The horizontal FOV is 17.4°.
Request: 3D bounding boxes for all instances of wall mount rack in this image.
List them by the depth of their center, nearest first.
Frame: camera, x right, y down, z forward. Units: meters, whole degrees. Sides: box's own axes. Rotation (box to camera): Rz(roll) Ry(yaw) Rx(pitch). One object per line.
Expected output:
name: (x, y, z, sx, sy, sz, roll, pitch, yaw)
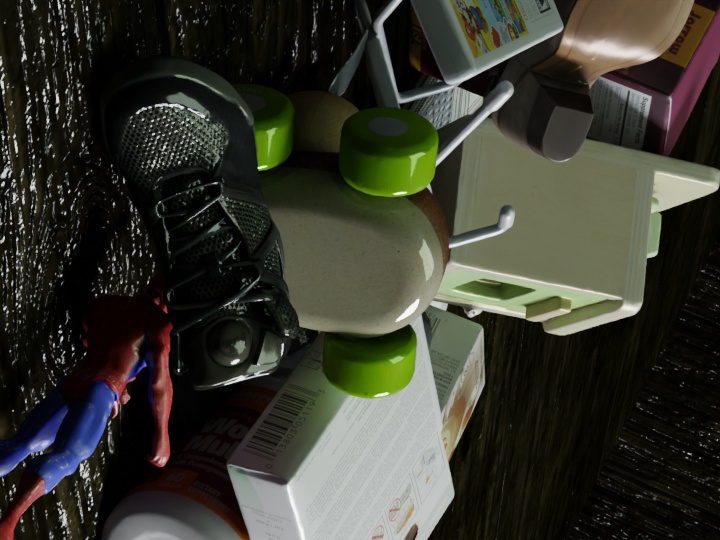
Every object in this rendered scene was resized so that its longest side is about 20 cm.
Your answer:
wall mount rack: (0.048, -0.108, 1.439, 0.174, 0.074, 0.201, 76, -2, -63)

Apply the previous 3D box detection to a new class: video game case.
video game case: (0.044, -0.212, 1.317, 0.201, 0.023, 0.182, 67, 24, -5)

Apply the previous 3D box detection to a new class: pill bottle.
pill bottle: (-0.073, 0.137, 1.499, 0.200, 0.109, 0.110, -50, 158, -49)

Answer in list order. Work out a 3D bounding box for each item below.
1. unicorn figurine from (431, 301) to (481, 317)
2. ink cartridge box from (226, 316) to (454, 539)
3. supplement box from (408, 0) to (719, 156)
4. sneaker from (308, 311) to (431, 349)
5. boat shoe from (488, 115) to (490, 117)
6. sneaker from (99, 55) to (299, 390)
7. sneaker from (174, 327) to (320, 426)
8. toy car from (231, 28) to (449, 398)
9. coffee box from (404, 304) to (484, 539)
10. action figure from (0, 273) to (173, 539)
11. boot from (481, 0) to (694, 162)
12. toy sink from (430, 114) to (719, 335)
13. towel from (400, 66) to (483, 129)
unicorn figurine: (0.051, 0.025, 1.818, 0.138, 0.074, 0.200, -61, -161, 11)
ink cartridge box: (-0.006, 0.128, 1.454, 0.161, 0.050, 0.200, -55, 150, -33)
supplement box: (0.145, -0.170, 1.649, 0.111, 0.199, 0.086, -59, 163, -29)
sneaker: (0.000, 0.000, 1.572, 0.200, 0.075, 0.116, 174, -69, -68)
boat shoe: (0.122, -0.067, 2.001, 0.202, 0.066, 0.072, -68, 165, 2)
sneaker: (-0.077, -0.017, 1.200, 0.200, 0.076, 0.115, 74, 0, -50)
sneaker: (-0.045, 0.017, 1.470, 0.200, 0.088, 0.074, -61, 166, -18)
toy car: (-0.014, -0.052, 1.386, 0.200, 0.157, 0.165, -67, 164, -57)
coffee box: (0.014, 0.131, 1.671, 0.114, 0.079, 0.201, 79, 35, -66)
action figure: (-0.144, 0.090, 1.244, 0.200, 0.065, 0.099, -57, 147, -34)
boot: (0.138, -0.165, 1.475, 0.200, 0.070, 0.146, -59, -158, 22)
toy sink: (0.131, -0.023, 1.622, 0.130, 0.199, 0.113, 160, -61, -67)
towel: (0.043, -0.077, 1.759, 0.193, 0.034, 0.200, -59, 164, -30)
